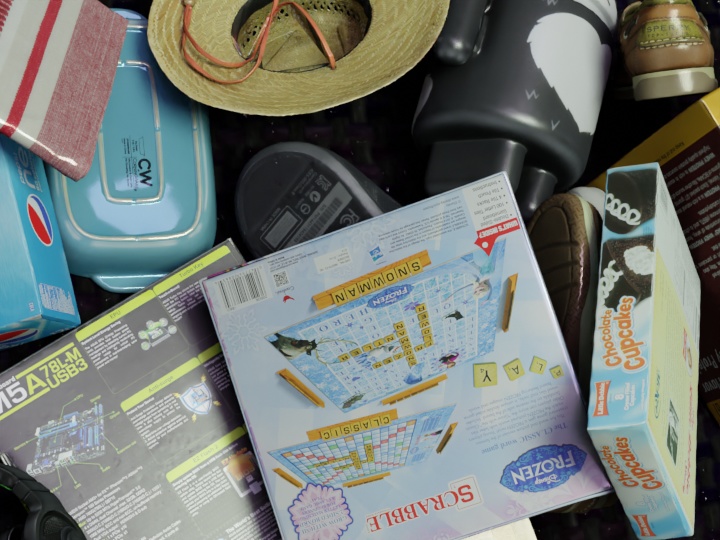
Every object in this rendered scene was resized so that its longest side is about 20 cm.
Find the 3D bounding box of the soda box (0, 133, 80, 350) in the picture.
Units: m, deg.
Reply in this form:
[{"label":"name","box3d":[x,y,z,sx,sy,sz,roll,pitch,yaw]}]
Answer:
[{"label":"soda box","box3d":[-0.237,-0.054,0.924,0.068,0.064,0.200,-17,79,9]}]

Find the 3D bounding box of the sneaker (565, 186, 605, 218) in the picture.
[{"label":"sneaker","box3d":[0.115,0.024,1.009,0.099,0.078,0.200,24,69,-13]}]

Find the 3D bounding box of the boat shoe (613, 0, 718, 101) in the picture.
[{"label":"boat shoe","box3d":[0.211,-0.152,1.023,0.072,0.200,0.068,-6,95,4]}]

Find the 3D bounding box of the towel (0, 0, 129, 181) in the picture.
[{"label":"towel","box3d":[-0.235,-0.151,0.885,0.200,0.023,0.144,32,41,-26]}]

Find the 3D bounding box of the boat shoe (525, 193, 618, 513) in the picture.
[{"label":"boat shoe","box3d":[0.141,0.053,0.952,0.076,0.072,0.200,5,89,-30]}]

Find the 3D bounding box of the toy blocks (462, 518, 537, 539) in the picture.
[{"label":"toy blocks","box3d":[0.055,0.221,0.941,0.136,0.100,0.200,-19,84,-8]}]

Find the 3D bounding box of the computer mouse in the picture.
[{"label":"computer mouse","box3d":[0.000,0.000,0.977,0.138,0.053,0.200,-45,82,20]}]

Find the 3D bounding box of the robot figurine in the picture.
[{"label":"robot figurine","box3d":[0.108,-0.129,1.025,0.125,0.150,0.200,16,71,2]}]

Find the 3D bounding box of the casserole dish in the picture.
[{"label":"casserole dish","box3d":[-0.155,-0.086,0.983,0.121,0.039,0.200,-2,77,-16]}]

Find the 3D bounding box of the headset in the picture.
[{"label":"headset","box3d":[-0.194,0.198,0.865,0.200,0.094,0.124,41,94,21]}]

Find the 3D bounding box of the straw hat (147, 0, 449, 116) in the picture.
[{"label":"straw hat","box3d":[-0.038,-0.153,1.005,0.201,0.085,0.201,-3,56,4]}]

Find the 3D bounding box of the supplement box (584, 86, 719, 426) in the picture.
[{"label":"supplement box","box3d":[0.284,-0.025,1.010,0.133,0.197,0.200,-30,85,-22]}]

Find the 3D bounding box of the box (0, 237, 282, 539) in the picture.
[{"label":"box","box3d":[-0.115,0.110,0.938,0.200,0.048,0.193,-33,84,-21]}]

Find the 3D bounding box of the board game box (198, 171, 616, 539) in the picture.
[{"label":"board game box","box3d":[0.027,0.067,0.899,0.200,0.041,0.200,-19,83,8]}]

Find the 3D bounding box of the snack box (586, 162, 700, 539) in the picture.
[{"label":"snack box","box3d":[0.174,0.046,0.901,0.037,0.116,0.200,-8,46,23]}]
